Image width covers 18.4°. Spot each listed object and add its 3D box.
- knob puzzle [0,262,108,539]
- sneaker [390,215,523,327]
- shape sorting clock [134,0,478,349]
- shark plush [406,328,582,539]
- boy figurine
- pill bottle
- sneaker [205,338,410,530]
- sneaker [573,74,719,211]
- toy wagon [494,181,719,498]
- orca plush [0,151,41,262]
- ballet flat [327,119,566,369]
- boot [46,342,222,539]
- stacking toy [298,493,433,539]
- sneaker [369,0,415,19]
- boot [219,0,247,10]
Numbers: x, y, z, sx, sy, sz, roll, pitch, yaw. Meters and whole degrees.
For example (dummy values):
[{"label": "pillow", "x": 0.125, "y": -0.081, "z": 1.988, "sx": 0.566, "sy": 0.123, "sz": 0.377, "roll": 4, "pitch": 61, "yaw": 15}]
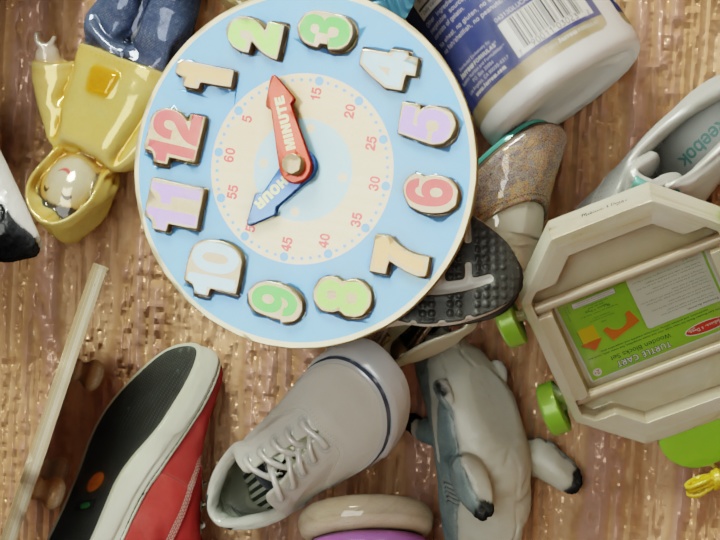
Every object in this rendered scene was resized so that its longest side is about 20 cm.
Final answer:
[{"label": "knob puzzle", "x": -0.187, "y": 0.092, "z": 1.409, "sx": 0.030, "sy": 0.220, "sz": 0.221, "roll": 19, "pitch": 98, "yaw": -6}, {"label": "sneaker", "x": 0.000, "y": 0.000, "z": 1.296, "sx": 0.198, "sy": 0.080, "sz": 0.074, "roll": 3, "pitch": 77, "yaw": 17}, {"label": "shape sorting clock", "x": -0.033, "y": -0.057, "z": 1.244, "sx": 0.198, "sy": 0.039, "sz": 0.202, "roll": -1, "pitch": 87, "yaw": 17}, {"label": "shark plush", "x": 0.048, "y": 0.092, "z": 1.380, "sx": 0.083, "sy": 0.091, "sz": 0.201, "roll": -37, "pitch": 81, "yaw": 48}, {"label": "boy figurine", "x": -0.169, "y": -0.116, "z": 1.460, "sx": 0.124, "sy": 0.064, "sz": 0.201, "roll": 27, "pitch": 97, "yaw": 16}, {"label": "pill bottle", "x": 0.071, "y": -0.184, "z": 1.341, "sx": 0.111, "sy": 0.111, "sz": 0.201, "roll": -36, "pitch": 78, "yaw": 17}, {"label": "sneaker", "x": -0.034, "y": 0.111, "z": 1.354, "sx": 0.073, "sy": 0.071, "sz": 0.200, "roll": 46, "pitch": 142, "yaw": 6}, {"label": "sneaker", "x": 0.166, "y": -0.038, "z": 1.318, "sx": 0.075, "sy": 0.088, "sz": 0.201, "roll": 39, "pitch": 104, "yaw": 15}, {"label": "toy wagon", "x": 0.174, "y": 0.046, "z": 1.306, "sx": 0.154, "sy": 0.040, "sz": 0.201, "roll": -21, "pitch": 119, "yaw": 13}, {"label": "orca plush", "x": -0.281, "y": -0.083, "z": 1.471, "sx": 0.071, "sy": 0.105, "sz": 0.201, "roll": -24, "pitch": 81, "yaw": -11}, {"label": "ballet flat", "x": 0.062, "y": -0.002, "z": 1.329, "sx": 0.200, "sy": 0.068, "sz": 0.067, "roll": -45, "pitch": 59, "yaw": 21}, {"label": "boot", "x": -0.115, "y": 0.160, "z": 1.444, "sx": 0.072, "sy": 0.144, "sz": 0.201, "roll": -4, "pitch": 52, "yaw": 48}, {"label": "stacking toy", "x": 0.008, "y": 0.242, "z": 1.357, "sx": 0.085, "sy": 0.085, "sz": 0.202, "roll": -10, "pitch": 70, "yaw": 21}, {"label": "sneaker", "x": -0.024, "y": -0.132, "z": 1.314, "sx": 0.076, "sy": 0.081, "sz": 0.201, "roll": 30, "pitch": 107, "yaw": -3}, {"label": "boot", "x": -0.067, "y": -0.113, "z": 1.401, "sx": 0.199, "sy": 0.072, "sz": 0.155, "roll": 31, "pitch": 104, "yaw": -2}]
